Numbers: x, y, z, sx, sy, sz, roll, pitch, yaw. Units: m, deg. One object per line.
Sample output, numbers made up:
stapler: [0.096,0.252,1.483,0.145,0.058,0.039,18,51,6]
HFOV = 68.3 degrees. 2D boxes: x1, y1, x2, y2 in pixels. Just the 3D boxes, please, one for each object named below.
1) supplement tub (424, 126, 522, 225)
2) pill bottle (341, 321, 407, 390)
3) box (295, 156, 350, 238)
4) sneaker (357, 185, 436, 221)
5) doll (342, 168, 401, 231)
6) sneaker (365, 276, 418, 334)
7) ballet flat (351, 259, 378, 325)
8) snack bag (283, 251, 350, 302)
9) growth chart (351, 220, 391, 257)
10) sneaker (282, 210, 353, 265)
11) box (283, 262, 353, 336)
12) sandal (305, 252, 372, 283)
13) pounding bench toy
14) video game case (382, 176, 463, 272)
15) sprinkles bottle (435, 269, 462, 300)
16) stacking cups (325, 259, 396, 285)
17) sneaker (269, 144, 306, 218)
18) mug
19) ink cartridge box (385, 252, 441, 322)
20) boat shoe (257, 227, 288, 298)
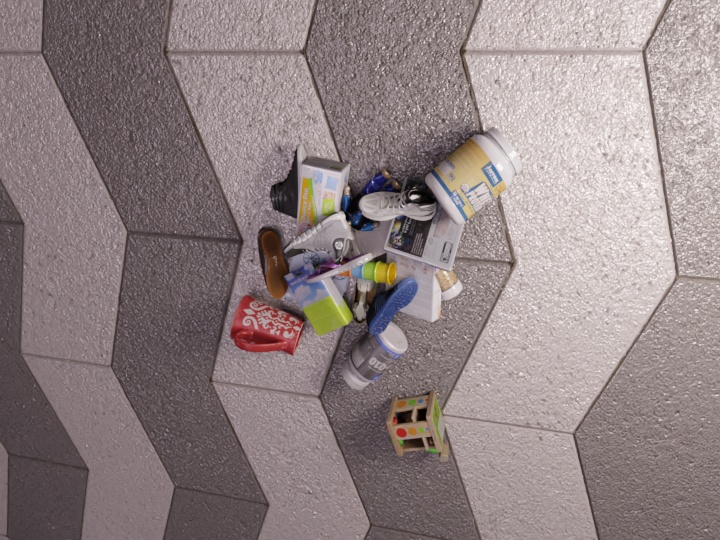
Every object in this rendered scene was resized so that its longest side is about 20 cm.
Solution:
supplement tub: [0.265,-0.222,1.250,0.198,0.145,0.146,-38,100,10]
pill bottle: [0.036,0.248,1.537,0.113,0.114,0.201,39,116,-4]
box: [-0.100,-0.181,1.400,0.109,0.102,0.206,12,115,9]
sneaker: [0.089,-0.174,1.280,0.194,0.116,0.078,2,74,3]
doll: [0.009,-0.170,1.372,0.136,0.049,0.200,42,96,-13]
sneaker: [0.076,0.079,1.426,0.069,0.079,0.201,20,122,-35]
ballet flat: [0.010,0.063,1.494,0.069,0.071,0.206,12,115,9]
snack bag: [-0.123,0.027,1.539,0.184,0.021,0.205,22,115,6]
growth chart: [0.057,-0.103,1.397,0.195,0.018,0.149,-19,67,24]
sneaker: [-0.101,-0.053,1.345,0.197,0.075,0.118,-31,91,23]
box: [-0.120,0.076,1.506,0.120,0.048,0.203,-24,101,34]
sandal: [-0.059,-0.018,1.394,0.198,0.082,0.051,-20,92,20]
pounding bench toy: [0.171,0.493,1.598,0.152,0.125,0.205,-13,109,19]
video game case: [0.168,-0.118,1.335,0.177,0.023,0.205,18,77,6]
sprinkles bottle: [0.196,-0.021,1.409,0.067,0.068,0.203,-28,103,23]
stacking cups: [0.000,0.000,1.442,0.195,0.060,0.062,6,115,28]
sneaker: [-0.195,-0.236,1.418,0.096,0.071,0.205,9,118,5]
mug: [-0.278,0.187,1.570,0.194,0.181,0.135,18,146,1]
ink cartridge box: [0.141,0.019,1.423,0.159,0.050,0.206,17,115,35]
boat shoe: [-0.255,-0.023,1.531,0.069,0.070,0.206,-14,110,-28]
